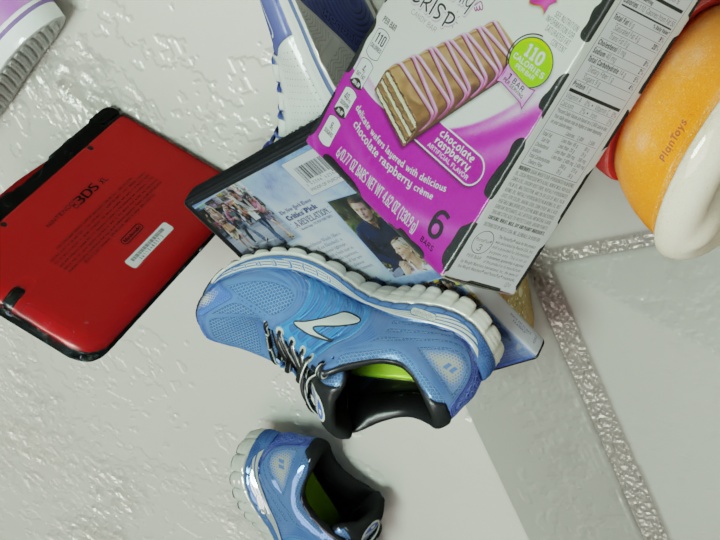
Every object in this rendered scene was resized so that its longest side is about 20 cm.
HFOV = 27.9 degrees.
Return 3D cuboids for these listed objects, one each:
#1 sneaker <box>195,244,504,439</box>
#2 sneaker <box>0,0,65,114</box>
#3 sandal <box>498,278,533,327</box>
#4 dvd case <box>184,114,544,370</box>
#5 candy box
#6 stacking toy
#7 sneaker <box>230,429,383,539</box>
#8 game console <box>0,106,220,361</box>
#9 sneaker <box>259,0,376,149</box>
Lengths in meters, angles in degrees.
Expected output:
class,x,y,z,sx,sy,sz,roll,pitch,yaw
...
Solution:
class,x,y,z,sx,sy,sz,roll,pitch,yaw
sneaker,-0.020,0.046,0.867,0.199,0.089,0.079,10,141,29
sneaker,-0.293,-0.153,0.999,0.114,0.073,0.200,46,121,-2
sandal,0.090,-0.033,0.867,0.069,0.078,0.212,-1,130,28
dvd case,0.000,0.000,0.890,0.200,0.018,0.142,44,144,-20
candy box,0.071,-0.109,0.724,0.136,0.061,0.200,46,112,41
stacking toy,0.139,-0.115,0.766,0.200,0.146,0.146,39,135,23
sneaker,-0.022,0.208,1.085,0.089,0.079,0.201,-8,118,35
game console,-0.203,-0.008,0.959,0.172,0.200,0.119,30,133,6
sneaker,-0.030,-0.085,0.888,0.115,0.081,0.200,-12,117,32
